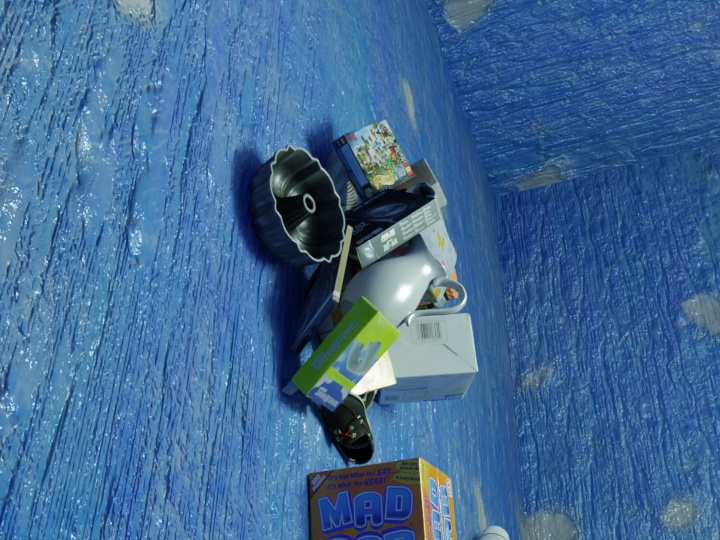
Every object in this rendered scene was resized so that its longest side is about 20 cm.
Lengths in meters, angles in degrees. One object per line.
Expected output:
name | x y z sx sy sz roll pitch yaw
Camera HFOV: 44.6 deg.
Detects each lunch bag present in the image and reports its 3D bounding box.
lunch bag | 0.117 -0.056 1.780 0.201 0.124 0.172 -60 138 -45

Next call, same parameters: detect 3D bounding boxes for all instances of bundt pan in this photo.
bundt pan | -0.112 -0.100 1.458 0.201 0.075 0.206 34 47 -45

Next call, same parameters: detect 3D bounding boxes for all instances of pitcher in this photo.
pitcher | 0.077 0.047 1.565 0.171 0.198 0.123 41 -30 27

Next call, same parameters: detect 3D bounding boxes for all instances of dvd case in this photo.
dvd case | -0.066 0.033 1.500 0.016 0.149 0.202 27 37 -14

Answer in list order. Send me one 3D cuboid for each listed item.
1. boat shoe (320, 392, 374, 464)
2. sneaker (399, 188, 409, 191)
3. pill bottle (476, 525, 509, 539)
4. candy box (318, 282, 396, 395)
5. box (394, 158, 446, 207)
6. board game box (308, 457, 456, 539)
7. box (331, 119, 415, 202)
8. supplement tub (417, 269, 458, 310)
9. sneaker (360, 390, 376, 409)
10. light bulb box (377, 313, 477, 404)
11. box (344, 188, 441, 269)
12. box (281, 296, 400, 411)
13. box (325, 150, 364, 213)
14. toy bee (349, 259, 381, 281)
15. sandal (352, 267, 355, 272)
boat shoe | -0.020 0.279 1.570 0.203 0.072 0.064 66 12 -48
sneaker | 0.087 -0.073 1.888 0.094 0.202 0.080 15 30 -30
pill bottle | 0.365 0.800 2.438 0.200 0.110 0.116 -44 120 -70
candy box | -0.013 0.126 1.616 0.114 0.055 0.205 -9 81 -42
box | 0.082 -0.151 1.943 0.078 0.197 0.096 56 5 -49
board game box | 0.043 0.442 1.456 0.200 0.195 0.205 45 37 -60
box | 0.030 -0.229 1.819 0.139 0.037 0.199 60 32 -3
supplement tub | 0.112 0.034 1.950 0.122 0.195 0.126 -11 90 -73
sneaker | 0.004 0.210 1.722 0.090 0.075 0.203 86 11 -48
light bulb box | 0.129 0.188 1.825 0.201 0.193 0.128 96 -10 -67
box | 0.028 -0.082 1.641 0.198 0.159 0.044 -32 117 -25
box | -0.030 0.148 1.442 0.048 0.201 0.122 40 -2 30
box | -0.029 -0.163 1.795 0.068 0.081 0.203 35 39 -33
toy bee | 0.000 0.000 1.793 0.130 0.109 0.200 41 43 6
sandal | 0.010 0.023 1.869 0.049 0.082 0.207 -4 72 -30
